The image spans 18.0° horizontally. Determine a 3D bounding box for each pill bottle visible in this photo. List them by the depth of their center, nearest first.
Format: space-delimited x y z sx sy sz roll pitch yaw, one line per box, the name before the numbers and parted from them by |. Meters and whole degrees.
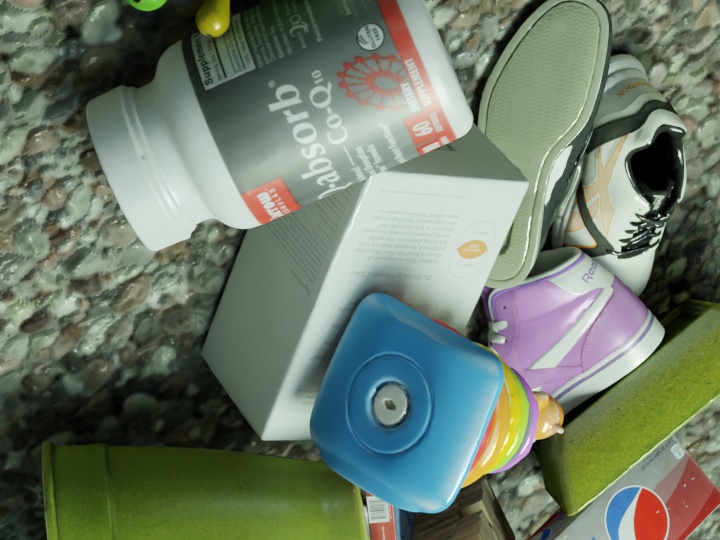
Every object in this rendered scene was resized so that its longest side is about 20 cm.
pill bottle | -0.046 -0.093 1.292 0.199 0.116 0.116 -24 136 5

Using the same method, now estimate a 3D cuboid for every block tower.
block tower | 0.068 0.189 1.512 0.058 0.200 0.054 -24 94 8

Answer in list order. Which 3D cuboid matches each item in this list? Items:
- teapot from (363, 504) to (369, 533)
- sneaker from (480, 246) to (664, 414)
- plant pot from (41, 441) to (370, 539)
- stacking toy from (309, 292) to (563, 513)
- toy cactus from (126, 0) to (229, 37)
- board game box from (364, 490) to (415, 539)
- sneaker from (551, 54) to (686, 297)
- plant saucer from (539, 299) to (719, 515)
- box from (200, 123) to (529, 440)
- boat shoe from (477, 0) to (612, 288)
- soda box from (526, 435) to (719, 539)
teapot | 0.043 0.270 1.647 0.200 0.196 0.147 81 29 -63
sneaker | 0.102 0.057 1.578 0.114 0.073 0.200 43 116 -12
plant pot | -0.090 0.194 1.416 0.192 0.201 0.201 -7 130 -6
stacking toy | 0.070 0.088 1.419 0.200 0.116 0.110 9 106 -57
toy cactus | -0.059 -0.227 1.229 0.199 0.102 0.166 -29 117 -7
board game box | 0.021 0.159 1.494 0.019 0.200 0.104 -4 102 4
sneaker | 0.177 -0.044 1.527 0.073 0.080 0.201 -23 136 -18
plant saucer | 0.201 0.084 1.608 0.199 0.048 0.200 -40 180 0
box | 0.000 0.000 1.430 0.124 0.098 0.201 3 122 -36
boat shoe | 0.114 -0.089 1.471 0.068 0.072 0.201 -35 145 -63
soda box | 0.157 0.200 1.572 0.200 0.070 0.063 -41 -176 -22
